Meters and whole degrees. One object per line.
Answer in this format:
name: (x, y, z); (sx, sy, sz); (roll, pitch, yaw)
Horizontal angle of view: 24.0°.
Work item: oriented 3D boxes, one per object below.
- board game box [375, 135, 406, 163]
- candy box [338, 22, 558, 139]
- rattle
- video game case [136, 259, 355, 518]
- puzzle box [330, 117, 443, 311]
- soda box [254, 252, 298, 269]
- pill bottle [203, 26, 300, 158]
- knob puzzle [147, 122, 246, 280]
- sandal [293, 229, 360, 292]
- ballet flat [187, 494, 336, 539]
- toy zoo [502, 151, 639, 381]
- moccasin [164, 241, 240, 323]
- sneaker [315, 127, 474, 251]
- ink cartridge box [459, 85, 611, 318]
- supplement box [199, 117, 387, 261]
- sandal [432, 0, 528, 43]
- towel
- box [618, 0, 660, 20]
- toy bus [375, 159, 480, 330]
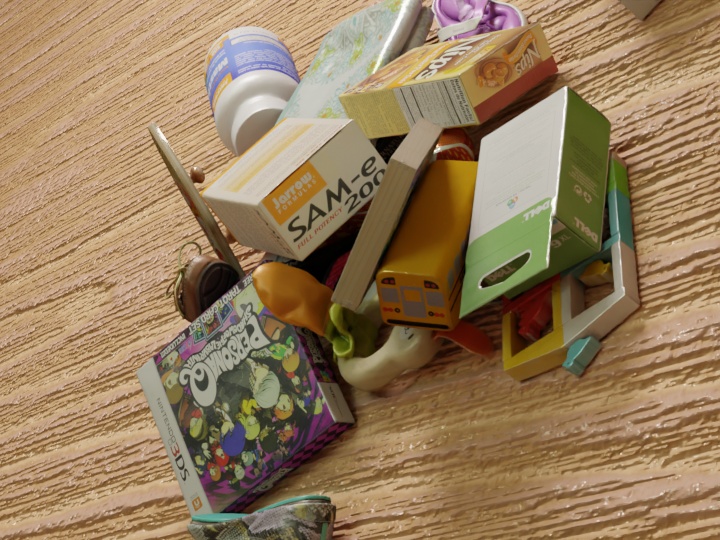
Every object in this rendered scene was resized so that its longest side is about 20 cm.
board game box: (-0.021, -0.122, 1.818); (0.200, 0.028, 0.136); (-45, 29, 19)
candy box: (0.082, -0.181, 1.640); (0.115, 0.056, 0.199); (-35, 18, -30)
rattle: (0.016, 0.025, 1.493); (0.130, 0.143, 0.200); (-43, 18, -18)
video game case: (-0.114, 0.120, 1.610); (0.200, 0.036, 0.182); (-39, 62, 27)
puzzle box: (0.026, -0.053, 1.464); (0.200, 0.025, 0.134); (-58, -10, -72)
soda box: (-0.082, 0.035, 1.707); (0.201, 0.063, 0.068); (-59, 28, -6)
pill bottle: (-0.118, -0.194, 1.959); (0.112, 0.112, 0.201); (-46, 29, 16)
knob puzzle: (-0.166, -0.073, 1.808); (0.030, 0.221, 0.220); (-30, 28, -6)
sandal: (0.000, 0.000, 1.613); (0.199, 0.075, 0.045); (-34, 45, 30)
ballet flat: (-0.093, 0.243, 1.504); (0.200, 0.072, 0.073); (-18, 45, 50)
toy zoo: (0.170, 0.006, 1.391); (0.131, 0.020, 0.201); (-35, 34, 33)
moccasin: (-0.164, 0.019, 1.743); (0.074, 0.077, 0.201); (-56, -6, -5)
sneaker: (0.034, -0.067, 1.646); (0.199, 0.073, 0.077); (-34, 24, 19)
ink cartridge box: (0.145, -0.045, 1.398); (0.103, 0.059, 0.201); (-30, 36, 39)
supplement box: (-0.065, -0.082, 1.644); (0.126, 0.074, 0.200); (-42, 18, -12)
sandal: (0.109, -0.259, 1.741); (0.083, 0.050, 0.203); (-51, 28, 8)
towel: (-0.013, -0.198, 1.807); (0.171, 0.048, 0.201); (-12, 49, 56)
box: (0.244, -0.343, 1.572); (0.124, 0.097, 0.201); (-46, 29, 17)
toy bus: (0.074, -0.030, 1.462); (0.064, 0.079, 0.201); (4, 40, 20)
